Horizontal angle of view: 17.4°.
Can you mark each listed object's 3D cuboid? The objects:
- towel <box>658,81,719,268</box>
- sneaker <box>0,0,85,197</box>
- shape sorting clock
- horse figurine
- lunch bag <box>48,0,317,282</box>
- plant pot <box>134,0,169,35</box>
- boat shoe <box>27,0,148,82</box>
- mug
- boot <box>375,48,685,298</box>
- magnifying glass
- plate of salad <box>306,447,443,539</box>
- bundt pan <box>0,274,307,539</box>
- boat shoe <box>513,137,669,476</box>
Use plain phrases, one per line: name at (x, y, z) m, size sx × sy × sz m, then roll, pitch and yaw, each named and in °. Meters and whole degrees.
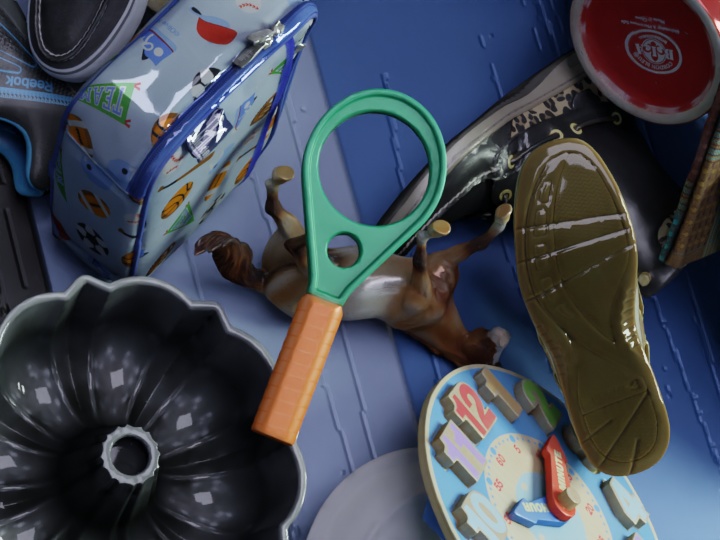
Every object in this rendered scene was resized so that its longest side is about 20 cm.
towel at (0.250, -0.084, 1.429) m, size 0.022 × 0.148 × 0.199 m, roll 28°, pitch 26°, yaw 27°
sneaker at (-0.226, -0.127, 1.329) m, size 0.200 × 0.073 × 0.082 m, roll 39°, pitch 65°, yaw -4°
shape sorting clock at (0.109, 0.139, 1.344) m, size 0.199 × 0.039 × 0.201 m, roll 31°, pitch 35°, yaw -24°
horse figurine at (0.000, 0.000, 1.359) m, size 0.198 × 0.133 × 0.050 m, roll 7°, pitch 56°, yaw -8°
lunch bag at (-0.095, -0.084, 1.295) m, size 0.075 × 0.200 × 0.160 m, roll 42°, pitch 63°, yaw 6°
plant pot at (-0.084, -0.231, 1.375) m, size 0.187 × 0.187 × 0.201 m, roll 31°, pitch 79°, yaw -8°
boat shoe at (-0.138, -0.201, 1.277) m, size 0.070 × 0.066 × 0.201 m, roll 27°, pitch 96°, yaw 17°
mug at (0.212, -0.177, 1.456) m, size 0.134 × 0.177 × 0.200 m, roll 54°, pitch 51°, yaw -8°
boot at (0.117, -0.032, 1.433) m, size 0.200 × 0.073 × 0.151 m, roll -38°, pitch 89°, yaw -32°
magnifying glass at (-0.013, -0.003, 1.285) m, size 0.079 × 0.022 × 0.201 m, roll 22°, pitch 81°, yaw -5°
plate of salad at (0.048, 0.200, 1.335) m, size 0.199 × 0.048 × 0.202 m, roll 12°, pitch 64°, yaw -26°
bundt pan at (-0.133, 0.109, 1.284) m, size 0.200 × 0.076 × 0.204 m, roll 7°, pitch 70°, yaw -18°
boat shoe at (0.128, 0.019, 1.373) m, size 0.073 × 0.066 × 0.202 m, roll -12°, pitch 102°, yaw -3°
